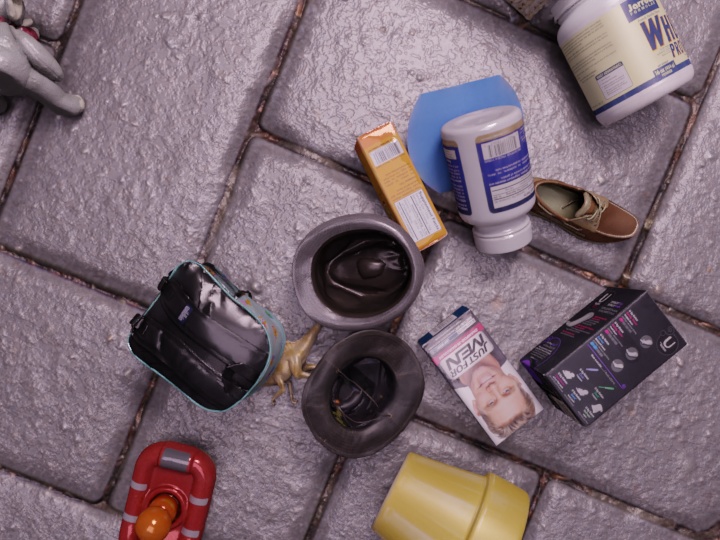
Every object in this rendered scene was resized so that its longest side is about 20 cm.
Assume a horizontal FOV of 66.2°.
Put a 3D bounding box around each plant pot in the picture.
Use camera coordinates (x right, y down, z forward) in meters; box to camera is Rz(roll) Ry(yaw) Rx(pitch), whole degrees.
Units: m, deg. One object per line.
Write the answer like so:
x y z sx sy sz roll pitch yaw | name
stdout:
0.128 0.382 0.842 0.188 0.201 0.202 27 91 14 | plant pot

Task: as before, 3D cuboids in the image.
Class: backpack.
-0.216 0.104 0.830 0.200 0.153 0.176 38 91 13 | backpack

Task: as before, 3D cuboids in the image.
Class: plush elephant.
-0.526 -0.341 0.815 0.163 0.200 0.156 0 73 6 | plush elephant

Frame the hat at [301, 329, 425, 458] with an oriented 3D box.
-0.001 0.186 0.873 0.199 0.081 0.202 -1 95 -14 | hat

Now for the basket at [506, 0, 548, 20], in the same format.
0.280 -0.522 0.808 0.161 0.198 0.200 39 90 -6 | basket

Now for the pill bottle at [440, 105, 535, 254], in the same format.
0.199 -0.134 0.837 0.119 0.120 0.201 -18 113 -1 | pill bottle

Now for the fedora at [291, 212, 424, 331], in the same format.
0.000 0.000 0.863 0.199 0.090 0.178 -15 94 8 | fedora

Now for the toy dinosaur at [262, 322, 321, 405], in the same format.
-0.104 0.148 0.885 0.200 0.058 0.101 -42 91 0 | toy dinosaur

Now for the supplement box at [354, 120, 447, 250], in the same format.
0.063 -0.128 0.877 0.068 0.067 0.201 -25 93 -4 | supplement box

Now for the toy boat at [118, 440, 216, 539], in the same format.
-0.306 0.375 0.849 0.130 0.131 0.202 13 91 -2 | toy boat

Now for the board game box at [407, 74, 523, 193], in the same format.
0.164 -0.218 0.886 0.199 0.039 0.159 -16 112 -9 | board game box

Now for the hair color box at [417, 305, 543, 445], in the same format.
0.192 0.167 0.892 0.100 0.061 0.200 -37 93 0 | hair color box

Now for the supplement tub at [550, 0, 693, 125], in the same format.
0.392 -0.342 0.839 0.144 0.145 0.201 -29 93 -1 | supplement tub

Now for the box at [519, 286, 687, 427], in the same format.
0.373 0.129 0.865 0.200 0.122 0.106 -39 92 0 | box

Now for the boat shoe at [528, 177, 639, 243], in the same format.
0.350 -0.095 0.881 0.199 0.074 0.076 17 92 -2 | boat shoe
